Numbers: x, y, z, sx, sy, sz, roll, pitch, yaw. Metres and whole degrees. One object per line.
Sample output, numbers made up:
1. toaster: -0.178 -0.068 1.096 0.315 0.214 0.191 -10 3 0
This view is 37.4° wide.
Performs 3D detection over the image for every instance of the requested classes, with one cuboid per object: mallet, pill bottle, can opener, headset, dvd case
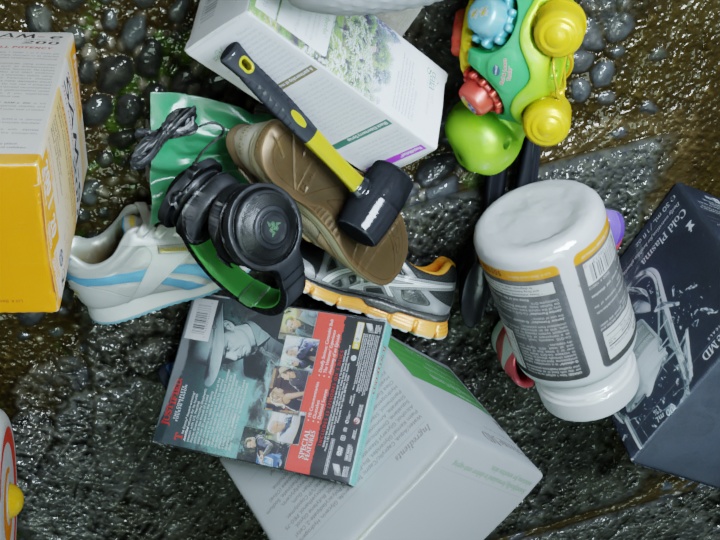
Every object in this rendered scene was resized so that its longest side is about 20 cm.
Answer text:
1. mallet: -0.028 -0.105 0.809 0.066 0.041 0.200 -51 125 -19
2. pill bottle: 0.180 0.030 0.941 0.116 0.117 0.201 -21 122 4
3. can opener: 0.133 -0.044 0.985 0.063 0.079 0.201 9 115 -8
4. headset: -0.112 -0.037 0.812 0.094 0.123 0.201 -44 141 -29
5. dvd case: -0.080 0.102 0.950 0.199 0.147 0.022 7 164 22

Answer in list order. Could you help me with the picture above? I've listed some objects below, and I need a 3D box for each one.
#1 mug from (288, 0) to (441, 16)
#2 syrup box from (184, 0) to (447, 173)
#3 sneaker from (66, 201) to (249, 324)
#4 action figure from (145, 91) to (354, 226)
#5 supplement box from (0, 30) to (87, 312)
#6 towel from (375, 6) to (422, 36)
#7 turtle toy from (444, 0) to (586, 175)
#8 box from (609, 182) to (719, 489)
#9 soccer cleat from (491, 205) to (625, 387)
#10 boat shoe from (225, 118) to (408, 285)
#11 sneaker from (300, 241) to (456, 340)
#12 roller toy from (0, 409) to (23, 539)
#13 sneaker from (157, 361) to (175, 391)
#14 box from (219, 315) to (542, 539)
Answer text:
1. mug: 0.013 -0.272 0.708 0.174 0.148 0.201 -18 97 5
2. syrup box: -0.028 -0.160 0.825 0.200 0.079 0.081 31 146 -35
3. sneaker: -0.164 -0.022 0.928 0.199 0.077 0.081 -23 128 4
4. action figure: -0.080 -0.100 0.901 0.199 0.055 0.119 -3 126 -18
5. supplement box: -0.252 -0.078 0.788 0.073 0.201 0.127 -1 128 -7
6. towel: 0.022 -0.276 0.805 0.132 0.035 0.200 26 118 -26
7. turtle toy: 0.122 -0.164 0.855 0.100 0.146 0.201 8 127 7
8. box: 0.325 0.061 1.016 0.123 0.197 0.201 18 120 -24
9. soccer cleat: 0.200 0.027 1.042 0.068 0.073 0.200 20 120 -23
10. boat shoe: -0.031 -0.059 0.884 0.200 0.064 0.071 46 67 -39
11. sneaker: 0.000 0.000 0.989 0.199 0.078 0.078 19 96 -21
12. roller toy: -0.386 0.220 0.989 0.139 0.200 0.183 -1 121 -12
13. sneaker: -0.114 0.134 1.066 0.078 0.066 0.200 -44 124 8
14. box: 0.021 0.187 1.009 0.200 0.171 0.199 -47 143 8
